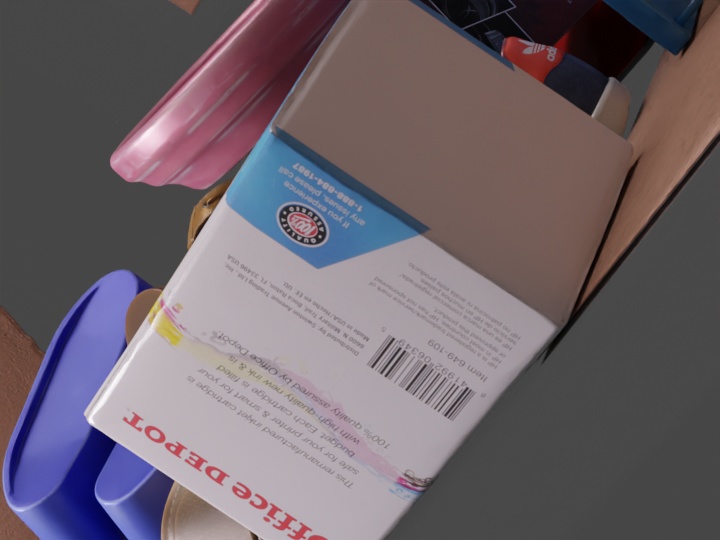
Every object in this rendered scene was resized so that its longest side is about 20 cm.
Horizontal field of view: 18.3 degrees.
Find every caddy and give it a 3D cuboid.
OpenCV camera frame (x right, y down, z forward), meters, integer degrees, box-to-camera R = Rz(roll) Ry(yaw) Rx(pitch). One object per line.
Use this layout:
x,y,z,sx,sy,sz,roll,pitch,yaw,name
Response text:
-0.105,0.089,1.229,0.141,0.105,0.201,-7,50,35,caddy

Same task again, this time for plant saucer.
-0.050,-0.114,1.193,0.200,0.051,0.201,-44,8,8,plant saucer

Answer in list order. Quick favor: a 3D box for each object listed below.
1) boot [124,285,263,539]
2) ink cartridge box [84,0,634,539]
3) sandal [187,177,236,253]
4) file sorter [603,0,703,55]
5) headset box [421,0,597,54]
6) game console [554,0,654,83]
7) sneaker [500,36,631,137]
-0.036,0.095,1.142,0.077,0.201,0.155,-31,-18,35,boot
-0.001,0.007,1.002,0.200,0.146,0.146,-53,5,39,ink cartridge box
-0.078,-0.038,1.461,0.200,0.054,0.082,-56,-3,-32,sandal
0.119,-0.230,1.096,0.123,0.200,0.139,-51,5,27,file sorter
0.045,-0.124,1.212,0.200,0.077,0.149,-44,8,-2,headset box
0.168,-0.165,1.307,0.172,0.119,0.200,-23,-13,-27,game console
0.051,-0.029,1.127,0.201,0.084,0.075,-56,3,15,sneaker
